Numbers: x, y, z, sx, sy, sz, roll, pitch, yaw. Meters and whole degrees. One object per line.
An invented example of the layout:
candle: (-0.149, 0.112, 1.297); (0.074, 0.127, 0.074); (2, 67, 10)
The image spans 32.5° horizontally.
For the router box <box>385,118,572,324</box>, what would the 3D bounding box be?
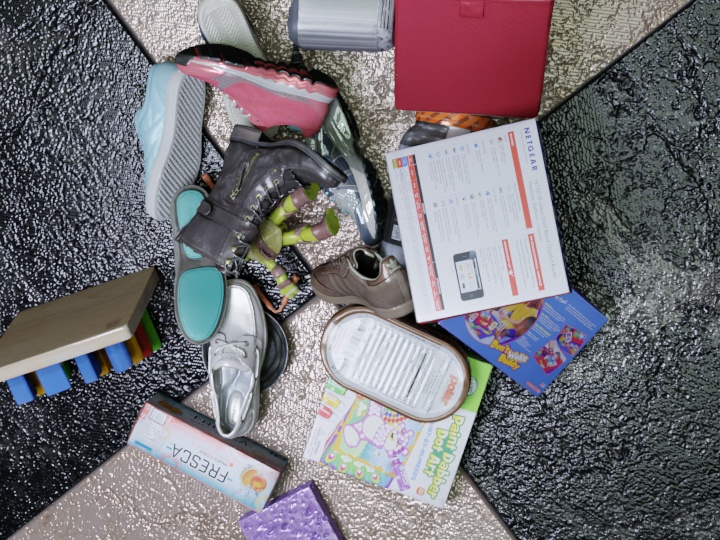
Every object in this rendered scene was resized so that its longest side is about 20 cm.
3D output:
router box: (0.134, -0.054, 1.410); (0.178, 0.049, 0.202); (-11, 86, 13)

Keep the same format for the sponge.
sponge: (-0.065, 0.389, 1.626); (0.111, 0.030, 0.201); (-28, 93, 8)

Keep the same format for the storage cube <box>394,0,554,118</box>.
storage cube: (0.133, -0.301, 1.429); (0.198, 0.181, 0.172); (4, 52, 4)

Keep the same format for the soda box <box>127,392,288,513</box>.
soda box: (-0.198, 0.235, 1.603); (0.199, 0.068, 0.064); (28, 98, 3)

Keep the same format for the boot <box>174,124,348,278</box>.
boot: (-0.119, -0.072, 1.473); (0.199, 0.069, 0.175); (20, 84, 38)

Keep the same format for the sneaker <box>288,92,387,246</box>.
sneaker: (-0.028, -0.120, 1.555); (0.086, 0.078, 0.202); (-22, 84, 14)

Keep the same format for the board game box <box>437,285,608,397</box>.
board game box: (0.193, 0.052, 1.506); (0.200, 0.045, 0.135); (37, 99, -34)

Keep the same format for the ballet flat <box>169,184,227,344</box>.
ballet flat: (-0.203, -0.006, 1.557); (0.067, 0.064, 0.202); (-4, 84, -7)

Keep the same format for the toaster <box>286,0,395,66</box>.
toaster: (-0.017, -0.342, 1.502); (0.128, 0.114, 0.202); (6, 93, 6)

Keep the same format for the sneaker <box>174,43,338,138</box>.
sneaker: (-0.130, -0.211, 1.484); (0.198, 0.074, 0.087); (14, 112, -10)

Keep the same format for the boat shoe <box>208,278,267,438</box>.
boat shoe: (-0.157, 0.112, 1.556); (0.070, 0.069, 0.202); (-1, 92, 8)

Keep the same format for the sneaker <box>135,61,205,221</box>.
sneaker: (-0.251, -0.168, 1.577); (0.081, 0.074, 0.202); (22, 104, 33)

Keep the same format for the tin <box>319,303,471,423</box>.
tin: (0.043, 0.116, 1.543); (0.199, 0.042, 0.113); (24, 102, 2)

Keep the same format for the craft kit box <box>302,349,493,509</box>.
craft kit box: (0.047, 0.178, 1.587); (0.196, 0.049, 0.202); (18, 97, 1)

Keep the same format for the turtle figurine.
turtle figurine: (-0.116, -0.055, 1.545); (0.161, 0.064, 0.201); (-28, 89, 28)

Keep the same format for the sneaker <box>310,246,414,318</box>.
sneaker: (0.000, 0.000, 1.507); (0.070, 0.199, 0.076); (-29, 115, -29)

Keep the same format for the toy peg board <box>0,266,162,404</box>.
toy peg board: (-0.346, 0.102, 1.549); (0.198, 0.199, 0.099); (-19, 110, 7)

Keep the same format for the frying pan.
frying pan: (-0.182, 0.087, 1.605); (0.189, 0.031, 0.116); (26, 96, 5)

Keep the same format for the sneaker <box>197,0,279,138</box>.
sneaker: (-0.150, -0.262, 1.553); (0.074, 0.085, 0.201); (-17, 118, -3)

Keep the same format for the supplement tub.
supplement tub: (0.098, -0.095, 1.513); (0.121, 0.123, 0.202); (11, 98, 4)
